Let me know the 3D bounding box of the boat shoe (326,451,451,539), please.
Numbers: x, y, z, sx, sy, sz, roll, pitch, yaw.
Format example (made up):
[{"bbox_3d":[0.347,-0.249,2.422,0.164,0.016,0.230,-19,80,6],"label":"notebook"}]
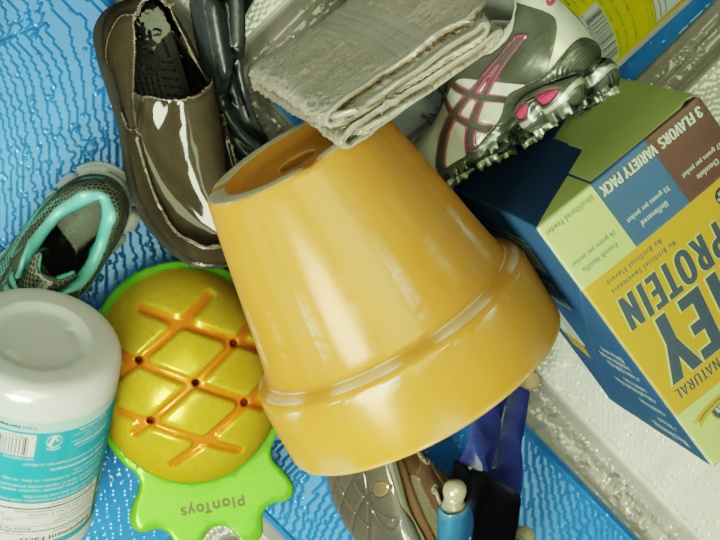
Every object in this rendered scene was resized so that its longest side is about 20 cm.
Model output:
[{"bbox_3d":[0.034,0.168,1.554,0.072,0.076,0.200,-21,93,-38],"label":"boat shoe"}]

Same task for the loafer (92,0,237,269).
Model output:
[{"bbox_3d":[-0.127,-0.096,1.487,0.073,0.071,0.200,-21,83,-22],"label":"loafer"}]

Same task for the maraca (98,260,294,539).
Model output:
[{"bbox_3d":[-0.113,0.092,1.506,0.137,0.107,0.200,-11,95,-7],"label":"maraca"}]

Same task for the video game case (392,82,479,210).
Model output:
[{"bbox_3d":[0.041,-0.089,1.534,0.143,0.019,0.200,44,85,-22],"label":"video game case"}]

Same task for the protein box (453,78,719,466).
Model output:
[{"bbox_3d":[0.194,-0.007,1.477,0.135,0.199,0.200,-39,106,-4],"label":"protein box"}]

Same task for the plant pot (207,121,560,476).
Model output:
[{"bbox_3d":[0.000,0.000,1.424,0.200,0.200,0.183,-31,107,-4],"label":"plant pot"}]

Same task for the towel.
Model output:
[{"bbox_3d":[0.006,-0.141,1.414,0.132,0.200,0.035,-34,112,-8],"label":"towel"}]

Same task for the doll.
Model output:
[{"bbox_3d":[0.086,0.160,1.517,0.048,0.136,0.200,0,64,28],"label":"doll"}]

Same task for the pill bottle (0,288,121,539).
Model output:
[{"bbox_3d":[-0.224,0.118,1.463,0.111,0.111,0.200,10,128,-7],"label":"pill bottle"}]

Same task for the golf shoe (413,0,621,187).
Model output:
[{"bbox_3d":[0.087,-0.117,1.451,0.077,0.200,0.088,-29,88,-40],"label":"golf shoe"}]

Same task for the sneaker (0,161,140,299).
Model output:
[{"bbox_3d":[-0.224,0.011,1.496,0.078,0.091,0.200,34,89,-7],"label":"sneaker"}]

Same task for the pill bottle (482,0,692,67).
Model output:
[{"bbox_3d":[0.172,-0.204,1.510,0.200,0.104,0.104,-42,97,-21],"label":"pill bottle"}]

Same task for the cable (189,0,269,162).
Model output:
[{"bbox_3d":[-0.031,-0.147,1.534,0.163,0.051,0.200,-15,103,-14],"label":"cable"}]
